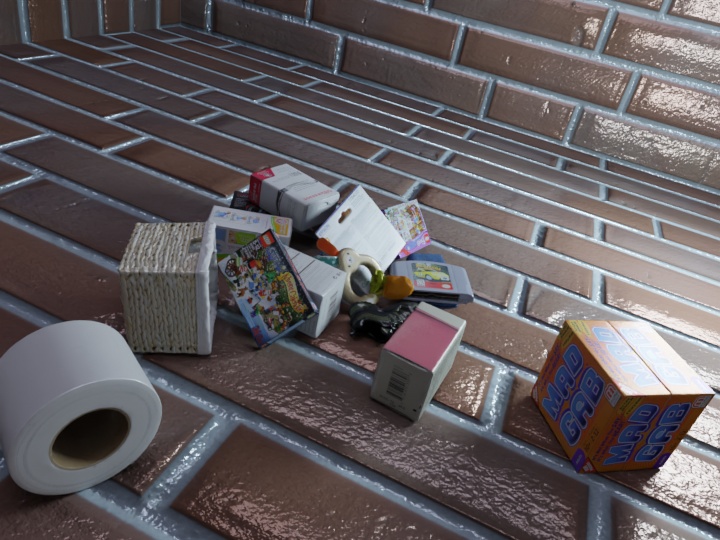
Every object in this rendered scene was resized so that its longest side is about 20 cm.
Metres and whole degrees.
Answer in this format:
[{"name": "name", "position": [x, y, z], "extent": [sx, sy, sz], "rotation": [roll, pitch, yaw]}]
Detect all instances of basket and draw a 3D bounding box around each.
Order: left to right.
[{"name": "basket", "position": [-0.364, 0.032, 1.078], "extent": [0.158, 0.202, 0.199], "rotation": [0, 33, -10]}]

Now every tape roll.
[{"name": "tape roll", "position": [-0.407, 0.194, 0.793], "extent": [0.201, 0.205, 0.139], "rotation": [-15, 40, -38]}]

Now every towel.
[{"name": "towel", "position": [0.180, 0.027, 1.427], "extent": [0.110, 0.049, 0.201], "rotation": [4, 34, -7]}]

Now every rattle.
[{"name": "rattle", "position": [0.000, 0.000, 1.237], "extent": [0.130, 0.201, 0.142], "rotation": [-44, 23, -13]}]

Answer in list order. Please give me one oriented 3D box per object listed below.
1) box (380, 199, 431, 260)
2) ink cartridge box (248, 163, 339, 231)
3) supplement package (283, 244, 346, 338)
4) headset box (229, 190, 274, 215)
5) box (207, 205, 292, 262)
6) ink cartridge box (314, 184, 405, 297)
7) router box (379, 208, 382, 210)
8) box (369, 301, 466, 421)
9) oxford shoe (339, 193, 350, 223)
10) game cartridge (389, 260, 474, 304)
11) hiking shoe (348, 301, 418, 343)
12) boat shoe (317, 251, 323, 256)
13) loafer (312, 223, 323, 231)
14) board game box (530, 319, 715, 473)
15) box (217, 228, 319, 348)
[{"name": "box", "position": [0.120, -0.115, 1.533], "extent": [0.039, 0.139, 0.199], "rotation": [-17, 4, 35]}, {"name": "ink cartridge box", "position": [-0.177, -0.196, 1.469], "extent": [0.199, 0.084, 0.145], "rotation": [31, 35, 24]}, {"name": "supplement package", "position": [-0.149, 0.038, 1.219], "extent": [0.198, 0.118, 0.117], "rotation": [23, 35, 16]}, {"name": "headset box", "position": [-0.281, -0.140, 1.490], "extent": [0.146, 0.076, 0.201], "rotation": [9, 32, -9]}, {"name": "box", "position": [-0.272, -0.073, 1.351], "extent": [0.197, 0.114, 0.102], "rotation": [8, 30, -9]}, {"name": "ink cartridge box", "position": [-0.003, -0.074, 1.355], "extent": [0.200, 0.043, 0.197], "rotation": [49, 57, -15]}, {"name": "router box", "position": [0.021, -0.129, 1.600], "extent": [0.198, 0.063, 0.150], "rotation": [24, 34, 17]}, {"name": "box", "position": [0.116, 0.174, 1.094], "extent": [0.108, 0.129, 0.200], "rotation": [23, 32, 18]}, {"name": "oxford shoe", "position": [-0.031, -0.130, 1.451], "extent": [0.070, 0.072, 0.201], "rotation": [21, 44, -2]}, {"name": "game cartridge", "position": [0.171, 0.026, 1.352], "extent": [0.197, 0.041, 0.134], "rotation": [5, 29, -5]}, {"name": "hiking shoe", "position": [0.071, 0.126, 1.220], "extent": [0.197, 0.077, 0.101], "rotation": [1, 40, -2]}, {"name": "boat shoe", "position": [-0.028, -0.030, 1.395], "extent": [0.198, 0.085, 0.068], "rotation": [-19, 20, -38]}, {"name": "loafer", "position": [-0.065, -0.116, 1.527], "extent": [0.198, 0.070, 0.070], "rotation": [28, -10, 14]}, {"name": "board game box", "position": [0.489, 0.238, 1.064], "extent": [0.197, 0.202, 0.201], "rotation": [2, 33, -16]}, {"name": "box", "position": [-0.189, 0.035, 1.127], "extent": [0.202, 0.136, 0.038], "rotation": [59, 6, 15]}]
